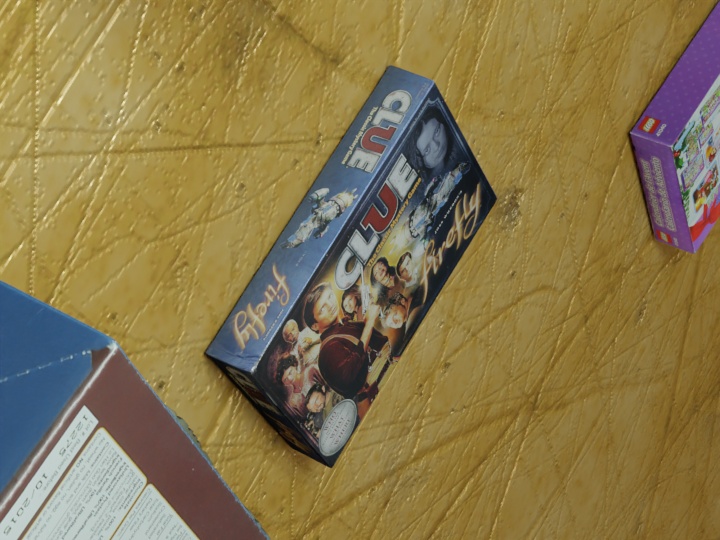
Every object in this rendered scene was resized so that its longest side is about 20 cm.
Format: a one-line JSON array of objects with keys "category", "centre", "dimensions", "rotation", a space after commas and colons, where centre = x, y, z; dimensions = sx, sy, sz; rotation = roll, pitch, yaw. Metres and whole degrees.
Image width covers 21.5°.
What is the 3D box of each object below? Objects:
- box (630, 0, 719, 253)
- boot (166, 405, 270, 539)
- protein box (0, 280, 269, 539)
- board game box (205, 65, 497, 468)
[{"category": "box", "centre": [0.280, -0.131, 1.454], "dimensions": [0.200, 0.039, 0.137], "rotation": [-54, 147, -21]}, {"category": "boot", "centre": [-0.140, 0.184, 0.979], "dimensions": [0.201, 0.072, 0.182], "rotation": [-58, 135, -27]}, {"category": "protein box", "centre": [-0.165, 0.094, 0.753], "dimensions": [0.135, 0.198, 0.200], "rotation": [-55, 147, -19]}, {"category": "board game box", "centre": [0.000, 0.000, 1.109], "dimensions": [0.201, 0.034, 0.136], "rotation": [-58, 148, -14]}]
